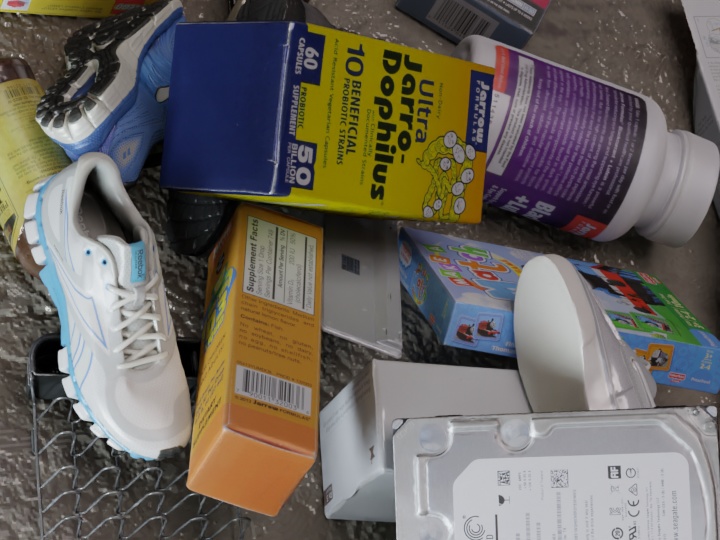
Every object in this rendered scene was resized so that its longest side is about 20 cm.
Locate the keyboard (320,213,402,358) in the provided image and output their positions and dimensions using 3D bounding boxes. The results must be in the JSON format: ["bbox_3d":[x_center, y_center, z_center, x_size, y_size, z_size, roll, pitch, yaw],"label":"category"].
[{"bbox_3d":[0.000,0.000,1.523,0.056,0.011,0.200,16,26,-8],"label":"keyboard"}]

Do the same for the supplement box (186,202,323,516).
[{"bbox_3d":[-0.064,0.052,1.426,0.069,0.067,0.200,20,41,-15],"label":"supplement box"}]

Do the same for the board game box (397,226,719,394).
[{"bbox_3d":[0.134,0.026,1.557,0.199,0.037,0.151,10,18,-17],"label":"board game box"}]

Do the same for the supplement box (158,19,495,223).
[{"bbox_3d":[-0.019,-0.094,1.477,0.200,0.109,0.109,6,89,-47],"label":"supplement box"}]

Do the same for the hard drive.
[{"bbox_3d":[0.120,0.154,1.377,0.199,0.038,0.140,-2,84,6],"label":"hard drive"}]

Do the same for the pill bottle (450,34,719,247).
[{"bbox_3d":[0.151,-0.086,1.630,0.199,0.111,0.112,19,59,-12],"label":"pill bottle"}]

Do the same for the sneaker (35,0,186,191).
[{"bbox_3d":[-0.158,-0.116,1.536,0.089,0.078,0.200,64,25,-27],"label":"sneaker"}]

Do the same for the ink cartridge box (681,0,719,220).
[{"bbox_3d":[0.331,-0.131,1.769,0.162,0.057,0.201,-3,60,-23],"label":"ink cartridge box"}]

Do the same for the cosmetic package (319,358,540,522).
[{"bbox_3d":[0.082,0.118,1.497,0.199,0.113,0.081,7,65,-21],"label":"cosmetic package"}]

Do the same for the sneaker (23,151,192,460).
[{"bbox_3d":[-0.150,0.019,1.401,0.075,0.087,0.201,-16,77,-32],"label":"sneaker"}]

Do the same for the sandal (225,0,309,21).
[{"bbox_3d":[-0.078,-0.197,1.623,0.054,0.080,0.200,27,61,12],"label":"sandal"}]

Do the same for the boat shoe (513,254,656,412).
[{"bbox_3d":[0.158,0.083,1.442,0.068,0.072,0.201,-10,71,-36],"label":"boat shoe"}]

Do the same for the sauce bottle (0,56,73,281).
[{"bbox_3d":[-0.207,-0.042,1.489,0.065,0.065,0.201,-17,70,-28],"label":"sauce bottle"}]

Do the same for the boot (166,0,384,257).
[{"bbox_3d":[-0.046,-0.085,1.569,0.131,0.070,0.201,27,86,-43],"label":"boot"}]

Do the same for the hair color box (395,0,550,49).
[{"bbox_3d":[0.115,-0.259,1.735,0.099,0.061,0.200,31,56,-5],"label":"hair color box"}]

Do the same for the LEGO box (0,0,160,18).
[{"bbox_3d":[-0.227,-0.261,1.586,0.199,0.077,0.150,2,64,-22],"label":"LEGO box"}]

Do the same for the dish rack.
[{"bbox_3d":[-0.134,0.142,1.431,0.153,0.055,0.201,2,63,-20],"label":"dish rack"}]
